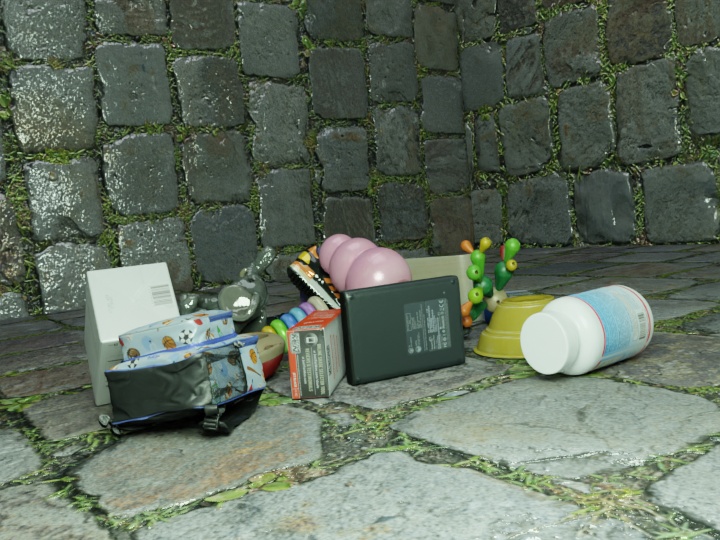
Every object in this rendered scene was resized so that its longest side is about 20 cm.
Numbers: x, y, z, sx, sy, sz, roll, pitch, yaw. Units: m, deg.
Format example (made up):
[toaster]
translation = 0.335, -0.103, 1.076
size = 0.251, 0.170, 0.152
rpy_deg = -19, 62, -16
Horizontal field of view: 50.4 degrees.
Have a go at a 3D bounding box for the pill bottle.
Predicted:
[pill bottle]
translation = 0.322, 0.087, 1.095
size = 0.197, 0.111, 0.108
rpy_deg = -8, 5, -38

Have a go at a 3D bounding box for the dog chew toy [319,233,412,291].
[dog chew toy]
translation = 0.000, 0.000, 1.386
size = 0.123, 0.127, 0.199
rpy_deg = -10, 33, -45

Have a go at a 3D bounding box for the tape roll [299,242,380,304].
[tape roll]
translation = -0.023, 0.042, 1.542
size = 0.197, 0.205, 0.084
rpy_deg = -3, 4, 36

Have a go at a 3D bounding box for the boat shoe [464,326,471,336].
[boat shoe]
translation = 0.113, 0.098, 1.445
size = 0.195, 0.075, 0.068
rpy_deg = 14, 9, -12

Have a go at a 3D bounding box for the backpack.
[backpack]
translation = -0.223, 0.134, 1.024
size = 0.196, 0.158, 0.190
rpy_deg = -7, -7, 25

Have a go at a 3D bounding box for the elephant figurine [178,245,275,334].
[elephant figurine]
translation = -0.227, 0.067, 1.419
size = 0.197, 0.158, 0.142
rpy_deg = -22, 10, -3

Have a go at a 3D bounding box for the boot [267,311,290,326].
[boot]
translation = -0.173, 0.127, 1.511
size = 0.160, 0.075, 0.197
rpy_deg = -12, 9, -35

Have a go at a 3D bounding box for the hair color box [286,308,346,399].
[hair color box]
translation = -0.061, 0.124, 1.187
size = 0.060, 0.104, 0.200
rpy_deg = -4, 4, 8

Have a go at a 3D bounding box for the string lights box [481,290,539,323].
[string lights box]
translation = 0.311, 0.081, 1.523
size = 0.100, 0.060, 0.200
rpy_deg = -5, 4, -4

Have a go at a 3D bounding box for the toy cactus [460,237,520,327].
[toy cactus]
translation = 0.216, 0.036, 1.351
size = 0.102, 0.202, 0.165
rpy_deg = 28, -9, 42

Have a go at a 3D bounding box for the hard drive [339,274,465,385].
[hard drive]
translation = 0.067, 0.090, 1.187
size = 0.196, 0.143, 0.033
rpy_deg = -7, 5, -23

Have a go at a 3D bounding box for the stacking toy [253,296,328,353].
[stacking toy]
translation = -0.147, 0.124, 1.388
size = 0.198, 0.087, 0.085
rpy_deg = -26, 12, -25

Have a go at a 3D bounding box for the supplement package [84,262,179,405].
[supplement package]
translation = -0.351, 0.099, 1.169
size = 0.118, 0.123, 0.201
rpy_deg = -8, -31, -26

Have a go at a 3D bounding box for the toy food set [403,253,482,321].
[toy food set]
translation = 0.168, 0.040, 1.690
size = 0.197, 0.147, 0.060
rpy_deg = -4, 5, 31

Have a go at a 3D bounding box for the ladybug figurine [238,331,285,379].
[ladybug figurine]
translation = -0.197, 0.148, 1.236
size = 0.133, 0.074, 0.199
rpy_deg = -3, 5, 29

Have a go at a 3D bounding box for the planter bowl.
[planter bowl]
translation = 0.287, 0.088, 1.301
size = 0.196, 0.085, 0.200
rpy_deg = -6, 5, 1

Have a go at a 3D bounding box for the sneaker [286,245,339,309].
[sneaker]
translation = -0.045, 0.038, 1.464
size = 0.090, 0.200, 0.070
rpy_deg = -47, 1, -23
